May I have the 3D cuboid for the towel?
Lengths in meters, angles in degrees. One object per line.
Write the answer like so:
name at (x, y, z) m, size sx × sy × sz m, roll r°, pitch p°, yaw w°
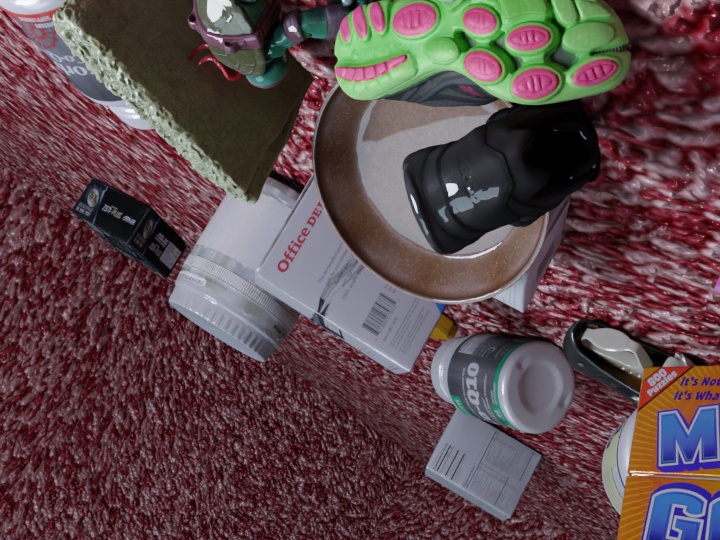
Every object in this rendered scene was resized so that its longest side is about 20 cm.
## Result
towel at (-0.125, -0.160, 0.726) m, size 0.036 × 0.150 × 0.200 m, roll -16°, pitch 131°, yaw 44°

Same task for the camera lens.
camera lens at (-0.129, -0.009, 1.208) m, size 0.158 × 0.202 × 0.160 m, roll 29°, pitch 167°, yaw 7°

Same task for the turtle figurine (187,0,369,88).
turtle figurine at (-0.068, -0.186, 0.642) m, size 0.148 × 0.101 × 0.201 m, roll 26°, pitch 161°, yaw 21°

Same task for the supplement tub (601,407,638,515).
supplement tub at (0.353, 0.225, 1.090) m, size 0.143 × 0.146 × 0.200 m, roll 28°, pitch 167°, yaw 14°

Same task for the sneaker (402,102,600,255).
sneaker at (0.107, -0.065, 0.565) m, size 0.090 × 0.199 × 0.077 m, roll -20°, pitch 98°, yaw 36°

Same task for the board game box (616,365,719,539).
board game box at (0.352, 0.214, 0.801) m, size 0.197 × 0.203 × 0.200 m, roll -6°, pitch 145°, yaw 40°

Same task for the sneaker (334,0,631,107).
sneaker at (0.074, -0.137, 0.578) m, size 0.198 × 0.078 × 0.083 m, roll 12°, pitch -167°, yaw 40°

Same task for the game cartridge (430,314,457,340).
game cartridge at (0.032, 0.042, 1.415) m, size 0.175 × 0.033 × 0.199 m, roll 37°, pitch 167°, yaw -24°

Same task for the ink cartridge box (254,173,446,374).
ink cartridge box at (0.000, 0.000, 1.065) m, size 0.198 × 0.146 × 0.084 m, roll 32°, pitch 168°, yaw -3°

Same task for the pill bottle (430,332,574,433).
pill bottle at (0.179, 0.141, 1.253) m, size 0.112 × 0.114 × 0.199 m, roll 35°, pitch 167°, yaw -20°

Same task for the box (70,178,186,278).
box at (-0.484, -0.086, 2.023) m, size 0.162 × 0.087 × 0.200 m, roll 26°, pitch 166°, yaw 23°

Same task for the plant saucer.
plant saucer at (0.055, -0.071, 0.730) m, size 0.197 × 0.037 × 0.204 m, roll 16°, pitch 125°, yaw 25°

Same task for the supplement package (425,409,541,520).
supplement package at (0.256, 0.412, 2.033) m, size 0.198 × 0.149 × 0.192 m, roll 29°, pitch 167°, yaw 11°

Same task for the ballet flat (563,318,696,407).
ballet flat at (0.291, 0.106, 0.969) m, size 0.198 × 0.068 × 0.069 m, roll 24°, pitch 158°, yaw 29°

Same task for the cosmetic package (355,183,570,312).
cosmetic package at (0.073, -0.055, 0.835) m, size 0.198 × 0.082 × 0.113 m, roll 29°, pitch 167°, yaw 15°

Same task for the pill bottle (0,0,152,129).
pill bottle at (-0.220, -0.216, 0.830) m, size 0.115 × 0.117 × 0.200 m, roll 25°, pitch 166°, yaw 25°

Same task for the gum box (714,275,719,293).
gum box at (0.326, 0.024, 0.556) m, size 0.198 × 0.067 × 0.114 m, roll 30°, pitch 169°, yaw 4°
